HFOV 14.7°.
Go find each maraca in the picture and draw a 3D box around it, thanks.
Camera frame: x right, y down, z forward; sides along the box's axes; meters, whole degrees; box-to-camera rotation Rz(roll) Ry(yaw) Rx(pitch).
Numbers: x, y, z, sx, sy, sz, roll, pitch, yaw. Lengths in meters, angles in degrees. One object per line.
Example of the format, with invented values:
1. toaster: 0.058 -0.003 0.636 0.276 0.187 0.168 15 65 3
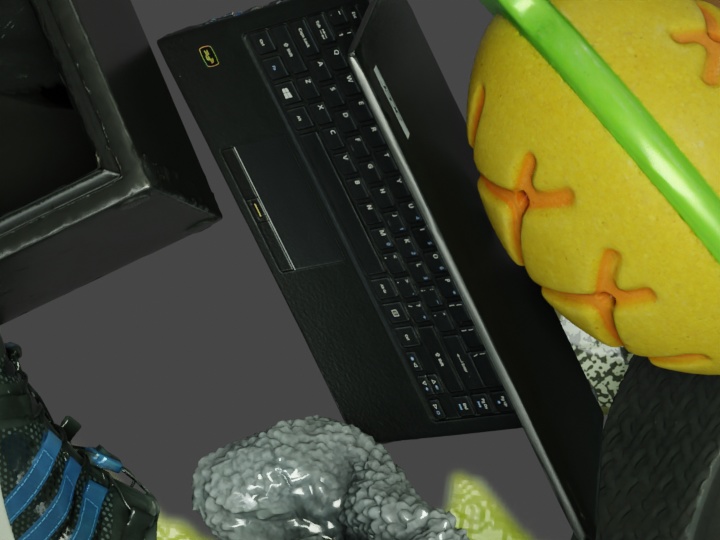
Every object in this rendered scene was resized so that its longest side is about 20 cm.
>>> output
1. maraca: 0.081 -0.048 0.901 0.107 0.137 0.200 -40 86 0

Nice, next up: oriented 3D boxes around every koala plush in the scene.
1. koala plush: -0.054 0.168 0.971 0.200 0.184 0.178 -14 107 -20

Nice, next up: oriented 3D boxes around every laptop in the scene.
1. laptop: 0.000 0.000 0.947 0.103 0.200 0.177 -37 108 -39

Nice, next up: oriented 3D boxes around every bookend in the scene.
1. bookend: -0.181 -0.070 0.953 0.198 0.092 0.200 -24 80 9

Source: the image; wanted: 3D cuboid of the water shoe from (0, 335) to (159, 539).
1. water shoe: -0.119 0.085 1.046 0.079 0.071 0.200 -18 109 -21

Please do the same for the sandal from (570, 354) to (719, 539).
1. sandal: 0.117 0.071 0.958 0.048 0.075 0.201 37 69 -34

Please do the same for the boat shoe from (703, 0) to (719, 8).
1. boat shoe: 0.159 -0.061 0.973 0.200 0.074 0.076 23 97 24

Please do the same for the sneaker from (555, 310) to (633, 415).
1. sneaker: 0.151 0.009 1.018 0.200 0.089 0.077 -19 104 2
